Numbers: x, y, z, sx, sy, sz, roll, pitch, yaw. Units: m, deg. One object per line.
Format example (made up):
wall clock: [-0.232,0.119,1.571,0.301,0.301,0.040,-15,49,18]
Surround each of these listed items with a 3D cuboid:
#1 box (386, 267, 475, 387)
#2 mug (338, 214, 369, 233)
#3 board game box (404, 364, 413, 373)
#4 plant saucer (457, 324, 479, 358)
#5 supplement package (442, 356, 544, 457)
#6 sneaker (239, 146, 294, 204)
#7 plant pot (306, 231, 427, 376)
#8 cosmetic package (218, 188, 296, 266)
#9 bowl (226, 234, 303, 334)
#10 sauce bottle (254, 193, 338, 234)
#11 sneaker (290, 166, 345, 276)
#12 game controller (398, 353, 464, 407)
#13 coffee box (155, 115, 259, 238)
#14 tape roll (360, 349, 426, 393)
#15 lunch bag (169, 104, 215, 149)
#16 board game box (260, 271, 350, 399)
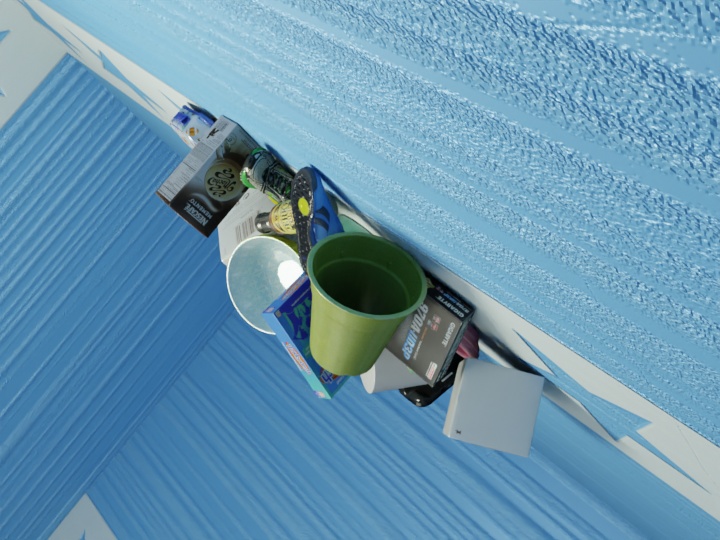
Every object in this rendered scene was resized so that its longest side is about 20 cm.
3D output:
box: [0.106,0.095,1.376,0.159,0.046,0.201,39,141,19]
mug: [-0.005,-0.005,1.471,0.185,0.115,0.152,39,175,12]
board game box: [0.099,0.118,1.491,0.135,0.029,0.200,48,152,5]
plant saucer: [0.165,0.103,1.540,0.200,0.051,0.201,40,174,5]
supplement package: [0.252,0.263,1.480,0.149,0.153,0.200,14,171,5]
sneaker: [-0.154,-0.169,1.452,0.085,0.079,0.200,28,179,30]
plant pot: [-0.011,0.073,1.283,0.200,0.199,0.191,37,133,21]
cosmetic package: [-0.183,-0.065,1.655,0.200,0.167,0.167,44,-160,-41]
bowl: [-0.156,0.017,1.530,0.200,0.201,0.107,38,-152,14]
sauce bottle: [-0.125,-0.098,1.417,0.199,0.065,0.065,-10,137,48]
sneaker: [-0.068,-0.087,1.303,0.066,0.078,0.202,28,131,46]
game controller: [0.185,0.243,1.820,0.104,0.199,0.042,37,155,37]
coffee box: [-0.282,-0.181,1.479,0.080,0.201,0.113,33,173,48]
tape roll: [0.070,0.168,1.734,0.203,0.138,0.205,172,90,-77]
lunch bag: [-0.335,-0.287,1.665,0.160,0.076,0.200,46,173,-31]
board game box: [-0.070,0.108,1.398,0.045,0.152,0.201,-5,124,50]
